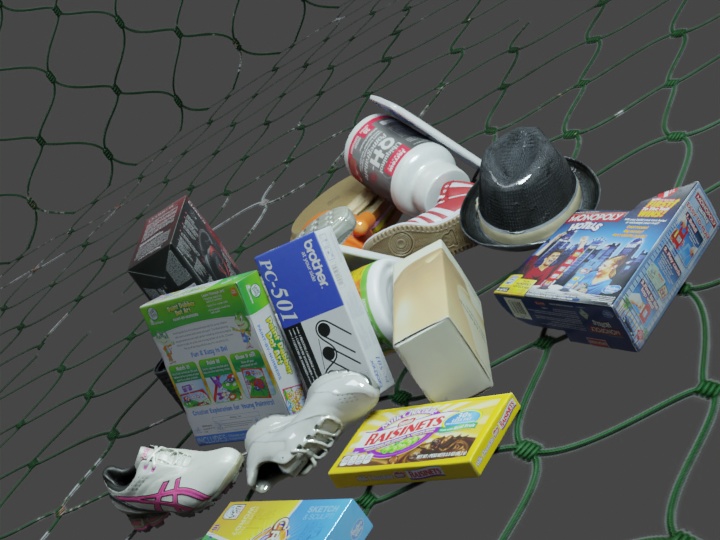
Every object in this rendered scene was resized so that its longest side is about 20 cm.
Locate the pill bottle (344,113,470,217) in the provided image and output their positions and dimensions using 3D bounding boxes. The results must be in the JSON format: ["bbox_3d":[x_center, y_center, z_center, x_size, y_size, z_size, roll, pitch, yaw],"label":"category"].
[{"bbox_3d":[0.070,-0.145,1.739,0.110,0.111,0.200,-39,41,-12],"label":"pill bottle"}]

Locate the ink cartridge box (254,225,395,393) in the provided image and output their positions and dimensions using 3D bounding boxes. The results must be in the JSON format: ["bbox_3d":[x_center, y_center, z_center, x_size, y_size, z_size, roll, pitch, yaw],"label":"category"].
[{"bbox_3d":[-0.042,0.059,1.401,0.093,0.202,0.044,-22,1,30],"label":"ink cartridge box"}]

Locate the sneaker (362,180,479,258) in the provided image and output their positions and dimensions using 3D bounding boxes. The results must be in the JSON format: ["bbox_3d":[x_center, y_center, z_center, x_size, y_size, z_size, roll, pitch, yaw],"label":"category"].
[{"bbox_3d":[0.094,-0.060,1.616,0.198,0.072,0.113,-17,23,1],"label":"sneaker"}]

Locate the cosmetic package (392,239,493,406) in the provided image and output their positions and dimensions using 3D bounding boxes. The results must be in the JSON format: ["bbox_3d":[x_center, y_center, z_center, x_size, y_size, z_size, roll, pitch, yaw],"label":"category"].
[{"bbox_3d":[0.089,0.059,1.341,0.071,0.106,0.200,-29,23,14],"label":"cosmetic package"}]

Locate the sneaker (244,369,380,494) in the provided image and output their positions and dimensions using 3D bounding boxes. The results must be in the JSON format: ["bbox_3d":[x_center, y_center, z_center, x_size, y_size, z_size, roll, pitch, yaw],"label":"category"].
[{"bbox_3d":[-0.053,0.185,1.337,0.200,0.074,0.087,-40,26,27],"label":"sneaker"}]

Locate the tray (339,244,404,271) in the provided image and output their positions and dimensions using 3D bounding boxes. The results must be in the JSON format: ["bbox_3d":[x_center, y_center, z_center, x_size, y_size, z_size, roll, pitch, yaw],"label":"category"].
[{"bbox_3d":[0.000,0.000,1.513,0.107,0.199,0.022,-28,63,39],"label":"tray"}]

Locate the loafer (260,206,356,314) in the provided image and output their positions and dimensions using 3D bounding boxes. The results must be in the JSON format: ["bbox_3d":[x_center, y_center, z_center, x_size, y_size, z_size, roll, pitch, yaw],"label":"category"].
[{"bbox_3d":[-0.068,-0.002,1.555,0.200,0.070,0.070,-44,21,25],"label":"loafer"}]

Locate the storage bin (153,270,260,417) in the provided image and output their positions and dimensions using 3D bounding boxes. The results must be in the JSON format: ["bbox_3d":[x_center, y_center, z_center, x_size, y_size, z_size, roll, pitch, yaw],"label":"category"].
[{"bbox_3d":[-0.181,0.103,1.675,0.134,0.094,0.200,-21,23,32],"label":"storage bin"}]

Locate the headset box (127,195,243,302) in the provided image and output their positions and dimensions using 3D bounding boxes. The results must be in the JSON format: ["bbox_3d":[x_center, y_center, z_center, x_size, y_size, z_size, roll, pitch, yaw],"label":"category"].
[{"bbox_3d":[-0.233,-0.001,1.639,0.075,0.149,0.200,-30,22,11],"label":"headset box"}]

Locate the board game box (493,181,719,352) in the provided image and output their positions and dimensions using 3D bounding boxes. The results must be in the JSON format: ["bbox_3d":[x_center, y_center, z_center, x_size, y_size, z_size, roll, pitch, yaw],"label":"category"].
[{"bbox_3d":[0.274,-0.011,1.268,0.200,0.062,0.199,-41,21,-20],"label":"board game box"}]

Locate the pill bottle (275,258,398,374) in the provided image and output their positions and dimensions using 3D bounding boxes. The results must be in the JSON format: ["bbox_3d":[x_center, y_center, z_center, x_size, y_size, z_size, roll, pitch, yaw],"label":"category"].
[{"bbox_3d":[-0.028,0.068,1.487,0.199,0.111,0.111,-22,24,31],"label":"pill bottle"}]

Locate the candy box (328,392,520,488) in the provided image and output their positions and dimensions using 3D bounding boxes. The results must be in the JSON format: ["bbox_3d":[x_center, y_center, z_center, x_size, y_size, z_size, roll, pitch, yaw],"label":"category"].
[{"bbox_3d":[0.063,0.176,1.232,0.199,0.027,0.102,-14,25,43],"label":"candy box"}]

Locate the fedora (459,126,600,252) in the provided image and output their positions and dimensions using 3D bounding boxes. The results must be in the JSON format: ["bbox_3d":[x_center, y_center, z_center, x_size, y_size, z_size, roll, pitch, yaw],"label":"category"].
[{"bbox_3d":[0.204,-0.114,1.489,0.199,0.092,0.201,-12,36,9],"label":"fedora"}]

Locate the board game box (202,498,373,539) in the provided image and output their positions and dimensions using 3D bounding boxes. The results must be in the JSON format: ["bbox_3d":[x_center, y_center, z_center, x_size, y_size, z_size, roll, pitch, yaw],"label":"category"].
[{"bbox_3d":[-0.100,0.297,1.193,0.199,0.040,0.153,-13,29,45],"label":"board game box"}]

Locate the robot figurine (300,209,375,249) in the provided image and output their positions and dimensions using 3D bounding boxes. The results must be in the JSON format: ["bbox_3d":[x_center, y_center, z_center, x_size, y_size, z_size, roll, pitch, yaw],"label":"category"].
[{"bbox_3d":[-0.034,-0.011,1.664,0.143,0.117,0.200,-20,25,11],"label":"robot figurine"}]

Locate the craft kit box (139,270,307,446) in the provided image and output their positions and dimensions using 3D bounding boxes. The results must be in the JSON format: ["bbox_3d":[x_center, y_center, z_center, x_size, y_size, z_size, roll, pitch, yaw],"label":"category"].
[{"bbox_3d":[-0.166,0.113,1.477,0.199,0.199,0.048,-13,15,44],"label":"craft kit box"}]

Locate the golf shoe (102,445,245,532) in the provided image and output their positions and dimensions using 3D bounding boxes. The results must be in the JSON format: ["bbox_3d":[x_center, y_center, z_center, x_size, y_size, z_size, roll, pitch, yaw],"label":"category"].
[{"bbox_3d":[-0.225,0.245,1.417,0.199,0.092,0.073,-26,23,30],"label":"golf shoe"}]

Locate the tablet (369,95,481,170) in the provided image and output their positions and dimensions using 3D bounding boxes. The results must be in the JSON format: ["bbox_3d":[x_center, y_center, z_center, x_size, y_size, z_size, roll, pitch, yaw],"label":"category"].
[{"bbox_3d":[0.109,-0.197,1.755,0.014,0.199,0.130,-57,20,4],"label":"tablet"}]

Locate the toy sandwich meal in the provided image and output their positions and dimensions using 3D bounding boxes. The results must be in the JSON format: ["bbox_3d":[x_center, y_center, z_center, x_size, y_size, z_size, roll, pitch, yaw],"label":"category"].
[{"bbox_3d":[-0.019,-0.084,1.885,0.204,0.070,0.205,-33,18,12],"label":"toy sandwich meal"}]
